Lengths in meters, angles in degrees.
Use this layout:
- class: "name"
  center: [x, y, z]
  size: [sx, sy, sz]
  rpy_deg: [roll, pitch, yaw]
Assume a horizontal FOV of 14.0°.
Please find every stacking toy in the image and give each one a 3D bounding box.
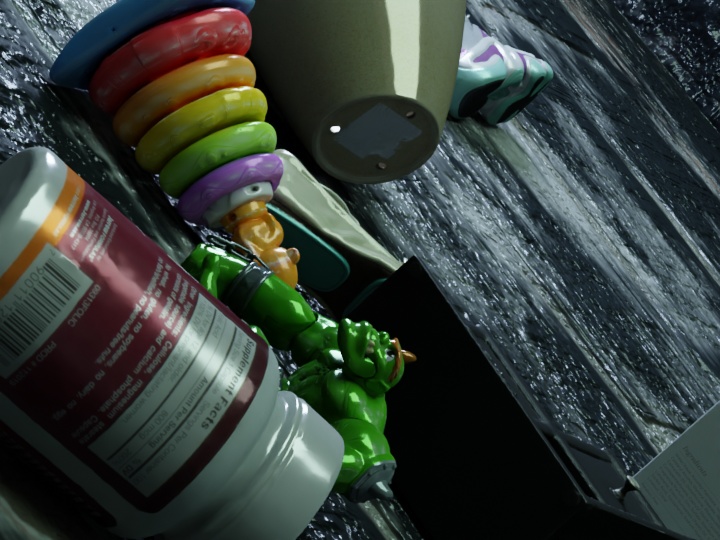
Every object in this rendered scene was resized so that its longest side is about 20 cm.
- class: "stacking toy"
  center: [-0.087, -0.069, 1.766]
  size: [0.200, 0.116, 0.110]
  rpy_deg: [63, 21, 12]

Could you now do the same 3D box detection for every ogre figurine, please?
- class: "ogre figurine"
  center: [-0.041, 0.059, 1.557]
  size: [0.120, 0.098, 0.200]
  rpy_deg: [23, 6, -17]

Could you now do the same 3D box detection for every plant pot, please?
- class: "plant pot"
  center: [-0.002, -0.167, 2.127]
  size: [0.187, 0.187, 0.200]
  rpy_deg: [35, 33, -39]

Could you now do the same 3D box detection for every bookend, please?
- class: "bookend"
  center: [0.097, 0.114, 1.790]
  size: [0.200, 0.092, 0.199]
  rpy_deg: [27, 25, -56]

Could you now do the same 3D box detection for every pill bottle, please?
- class: "pill bottle"
  center: [-0.109, 0.048, 1.333]
  size: [0.200, 0.114, 0.114]
  rpy_deg: [43, 15, -18]

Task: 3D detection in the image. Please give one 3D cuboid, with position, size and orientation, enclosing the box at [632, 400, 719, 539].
- class: "box"
  center: [0.265, 0.148, 1.963]
  size: [0.098, 0.200, 0.124]
  rpy_deg: [53, 16, 22]

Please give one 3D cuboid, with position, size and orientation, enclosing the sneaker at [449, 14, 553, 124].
- class: "sneaker"
  center: [0.093, -0.206, 2.643]
  size: [0.140, 0.078, 0.200]
  rpy_deg: [52, 15, 14]

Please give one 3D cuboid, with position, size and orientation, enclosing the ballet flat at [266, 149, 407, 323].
- class: "ballet flat"
  center: [0.000, 0.000, 1.847]
  size: [0.200, 0.069, 0.069]
  rpy_deg: [44, 15, -15]
